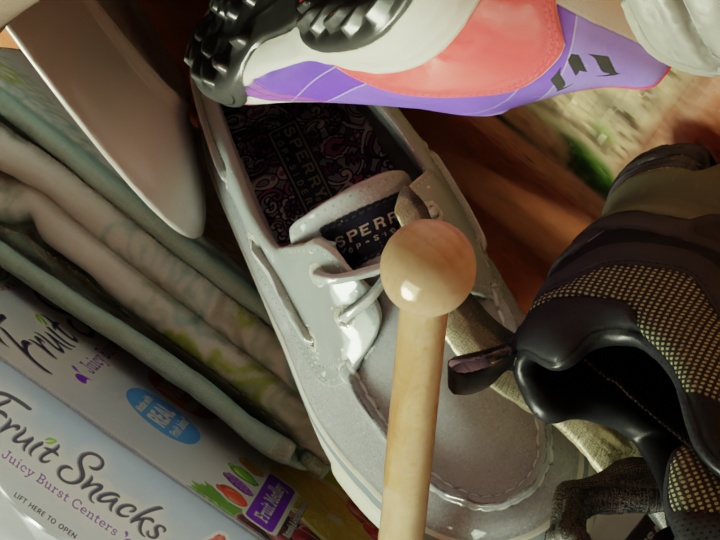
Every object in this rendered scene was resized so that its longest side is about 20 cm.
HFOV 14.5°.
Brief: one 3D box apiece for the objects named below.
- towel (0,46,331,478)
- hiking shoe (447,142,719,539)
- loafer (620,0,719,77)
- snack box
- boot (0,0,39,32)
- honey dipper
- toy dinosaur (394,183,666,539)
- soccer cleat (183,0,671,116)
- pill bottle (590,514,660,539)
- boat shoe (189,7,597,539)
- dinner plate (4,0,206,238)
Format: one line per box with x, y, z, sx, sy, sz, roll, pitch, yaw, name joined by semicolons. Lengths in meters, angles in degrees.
-0.061;-0.007;0.934;0.200;0.048;0.171;38;-170;9;towel
0.120;0.055;0.686;0.200;0.101;0.076;32;152;27;hiking shoe
0.055;-0.118;0.473;0.070;0.070;0.200;-8;135;26;loafer
-0.079;0.054;0.879;0.200;0.053;0.142;35;-171;0;snack box
-0.092;-0.094;0.668;0.146;0.199;0.070;-97;-15;-88;boot
0.013;0.056;0.715;0.038;0.038;0.200;34;146;21;honey dipper
0.083;0.060;0.749;0.200;0.088;0.047;27;145;-17;toy dinosaur
0.011;-0.064;0.711;0.073;0.068;0.200;23;174;-18;soccer cleat
0.110;0.108;0.848;0.200;0.113;0.112;40;164;3;pill bottle
0.001;-0.001;0.801;0.201;0.070;0.072;58;174;34;boat shoe
-0.097;-0.098;0.841;0.200;0.024;0.200;55;-177;-4;dinner plate
